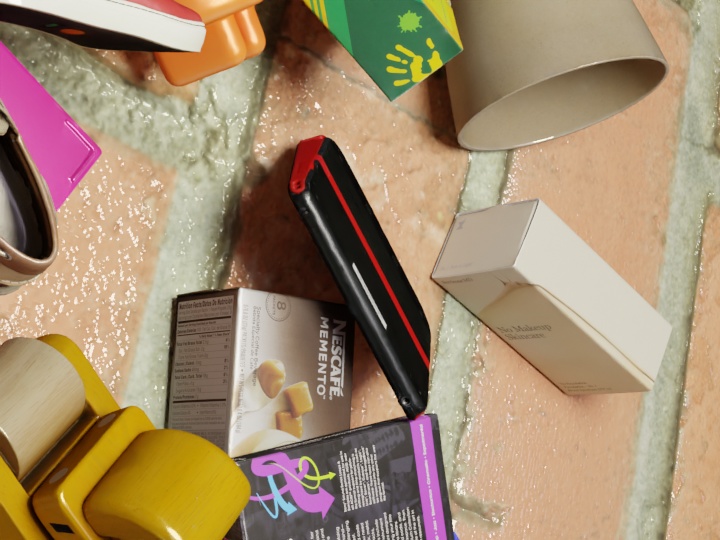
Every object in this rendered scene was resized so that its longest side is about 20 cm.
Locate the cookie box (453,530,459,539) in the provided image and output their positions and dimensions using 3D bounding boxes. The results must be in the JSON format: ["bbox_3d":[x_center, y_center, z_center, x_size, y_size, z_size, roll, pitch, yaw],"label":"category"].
[{"bbox_3d":[0.027,0.291,1.150,0.171,0.075,0.200,-45,112,-35],"label":"cookie box"}]

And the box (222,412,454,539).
[{"bbox_3d":[-0.013,0.187,1.052,0.200,0.036,0.143,-7,89,-45],"label":"box"}]

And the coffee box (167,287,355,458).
[{"bbox_3d":[-0.073,0.120,1.083,0.114,0.080,0.200,12,77,-41],"label":"coffee box"}]

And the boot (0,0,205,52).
[{"bbox_3d":[-0.163,-0.214,0.921,0.200,0.072,0.144,10,82,-57],"label":"boot"}]

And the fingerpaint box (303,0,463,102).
[{"bbox_3d":[-0.008,-0.247,1.135,0.167,0.073,0.200,46,20,-27],"label":"fingerpaint box"}]

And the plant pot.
[{"bbox_3d":[0.144,-0.231,1.279,0.187,0.187,0.200,-5,73,-41],"label":"plant pot"}]

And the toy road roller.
[{"bbox_3d":[-0.163,0.133,0.947,0.200,0.146,0.123,57,38,-17],"label":"toy road roller"}]

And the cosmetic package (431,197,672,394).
[{"bbox_3d":[0.170,0.027,1.296,0.200,0.104,0.073,38,61,-30],"label":"cosmetic package"}]

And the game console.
[{"bbox_3d":[0.000,0.000,1.133,0.200,0.031,0.177,62,13,-15],"label":"game console"}]

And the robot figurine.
[{"bbox_3d":[-0.138,-0.236,1.058,0.144,0.117,0.200,-29,104,-28],"label":"robot figurine"}]

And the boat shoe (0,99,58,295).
[{"bbox_3d":[-0.223,-0.081,0.819,0.076,0.072,0.200,-42,111,-39],"label":"boat shoe"}]

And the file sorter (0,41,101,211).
[{"bbox_3d":[-0.291,-0.085,0.893,0.200,0.125,0.139,49,54,-26],"label":"file sorter"}]
